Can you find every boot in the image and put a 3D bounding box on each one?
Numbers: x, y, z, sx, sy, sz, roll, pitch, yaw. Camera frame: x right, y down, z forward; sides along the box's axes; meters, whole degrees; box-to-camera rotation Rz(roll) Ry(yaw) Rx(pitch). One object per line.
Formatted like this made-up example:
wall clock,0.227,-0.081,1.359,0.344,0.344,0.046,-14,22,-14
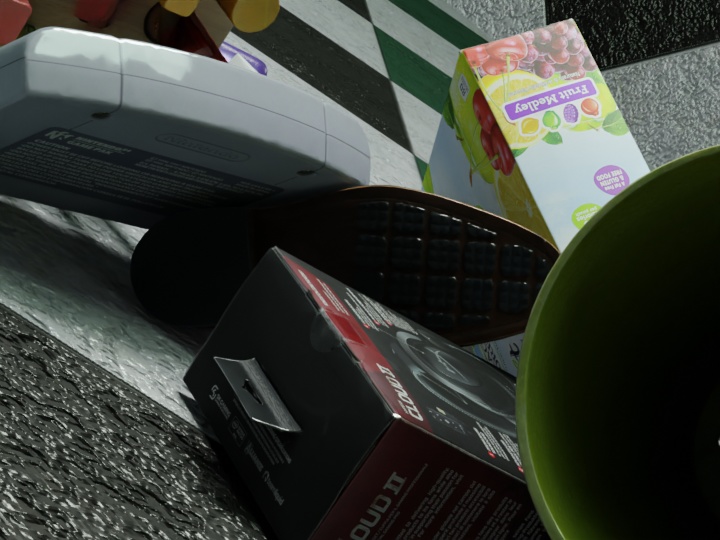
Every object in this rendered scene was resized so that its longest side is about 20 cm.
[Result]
boot,0.000,0.000,1.141,0.198,0.075,0.097,4,-2,8

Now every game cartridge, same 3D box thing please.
game cartridge,-0.098,-0.058,1.089,0.199,0.133,0.042,14,63,-43

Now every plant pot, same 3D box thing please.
plant pot,0.166,0.063,0.953,0.187,0.188,0.200,38,-1,16

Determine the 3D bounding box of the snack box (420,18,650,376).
snack box,0.101,0.009,1.190,0.169,0.067,0.201,106,-35,-63

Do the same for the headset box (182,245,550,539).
headset box,0.026,0.082,1.018,0.199,0.077,0.149,27,13,-33

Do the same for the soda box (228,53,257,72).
soda box,-0.037,-0.039,1.345,0.064,0.068,0.200,45,2,-38

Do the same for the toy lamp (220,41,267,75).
toy lamp,-0.037,-0.068,1.476,0.200,0.058,0.058,42,8,-18

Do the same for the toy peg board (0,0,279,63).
toy peg board,-0.117,-0.137,1.162,0.199,0.200,0.098,16,28,-41
